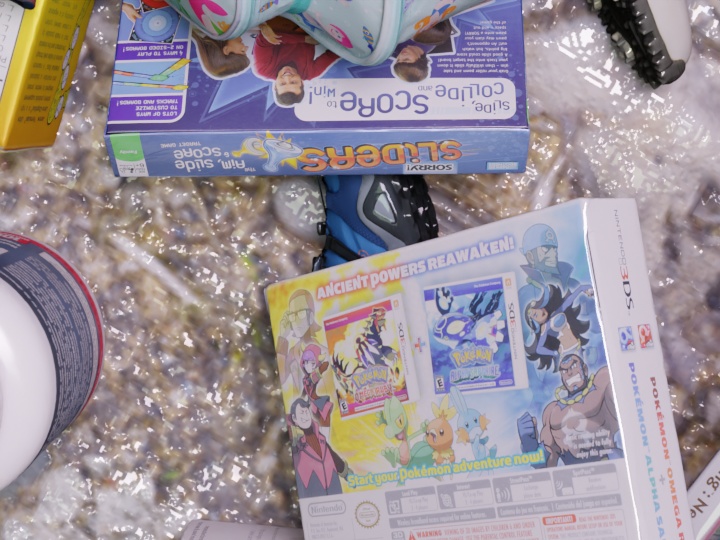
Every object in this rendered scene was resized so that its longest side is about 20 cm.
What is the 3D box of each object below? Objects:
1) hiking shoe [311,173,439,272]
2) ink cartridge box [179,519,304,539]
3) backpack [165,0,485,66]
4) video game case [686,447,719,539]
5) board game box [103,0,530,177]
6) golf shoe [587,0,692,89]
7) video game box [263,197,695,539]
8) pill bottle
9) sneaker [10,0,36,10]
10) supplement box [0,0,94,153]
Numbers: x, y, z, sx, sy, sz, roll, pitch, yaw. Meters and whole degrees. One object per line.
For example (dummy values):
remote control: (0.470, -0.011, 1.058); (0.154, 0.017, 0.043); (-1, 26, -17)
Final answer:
hiking shoe: (0.000, 0.000, 0.791); (0.086, 0.074, 0.202); (-21, 88, 15)
ink cartridge box: (-0.003, 0.216, 0.809); (0.197, 0.085, 0.148); (5, 96, 2)
backpack: (-0.027, -0.186, 0.669); (0.150, 0.179, 0.200); (-34, 52, -26)
video game case: (0.203, 0.081, 0.738); (0.022, 0.200, 0.183); (39, 96, 22)
board game box: (-0.019, -0.110, 0.759); (0.197, 0.035, 0.137); (0, 57, 2)
golf shoe: (0.142, -0.194, 0.767); (0.087, 0.077, 0.202); (-17, 96, -3)
video game box: (0.048, 0.077, 0.688); (0.199, 0.047, 0.184); (-14, 85, 44)
pill bottle: (-0.195, 0.048, 0.735); (0.118, 0.200, 0.121); (0, 96, 1)
sneaker: (-0.224, -0.080, 0.675); (0.200, 0.075, 0.085); (-44, 88, 5)
supplement box: (-0.184, -0.170, 0.757); (0.108, 0.110, 0.202); (17, 96, 0)
